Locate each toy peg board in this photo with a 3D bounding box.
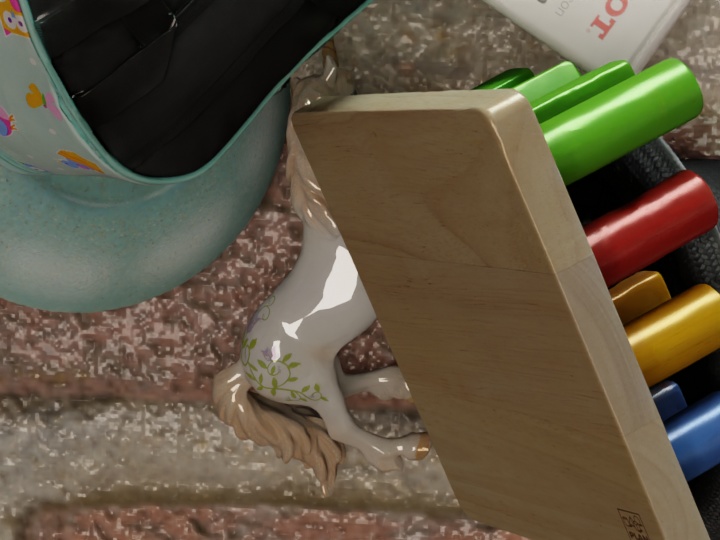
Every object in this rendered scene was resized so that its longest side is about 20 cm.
[{"bbox_3d":[0.085,0.005,0.981,0.098,0.200,0.199,-28,103,-18],"label":"toy peg board"}]

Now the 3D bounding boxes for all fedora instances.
[{"bbox_3d":[0.150,0.017,1.047,0.092,0.201,0.201,-12,102,-21],"label":"fedora"}]

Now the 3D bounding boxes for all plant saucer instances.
[{"bbox_3d":[-0.116,-0.080,1.059,0.201,0.039,0.201,-2,94,-25],"label":"plant saucer"}]

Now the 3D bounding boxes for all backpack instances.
[{"bbox_3d":[-0.095,-0.133,0.937,0.153,0.200,0.176,5,138,32],"label":"backpack"}]

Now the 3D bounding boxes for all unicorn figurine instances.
[{"bbox_3d":[0.000,0.000,1.091,0.137,0.074,0.200,29,89,-17],"label":"unicorn figurine"}]

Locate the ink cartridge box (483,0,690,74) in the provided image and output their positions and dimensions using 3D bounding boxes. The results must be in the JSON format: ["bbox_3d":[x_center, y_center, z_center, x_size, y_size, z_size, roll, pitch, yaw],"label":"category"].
[{"bbox_3d":[0.074,-0.191,1.039,0.200,0.085,0.146,34,105,-2],"label":"ink cartridge box"}]
